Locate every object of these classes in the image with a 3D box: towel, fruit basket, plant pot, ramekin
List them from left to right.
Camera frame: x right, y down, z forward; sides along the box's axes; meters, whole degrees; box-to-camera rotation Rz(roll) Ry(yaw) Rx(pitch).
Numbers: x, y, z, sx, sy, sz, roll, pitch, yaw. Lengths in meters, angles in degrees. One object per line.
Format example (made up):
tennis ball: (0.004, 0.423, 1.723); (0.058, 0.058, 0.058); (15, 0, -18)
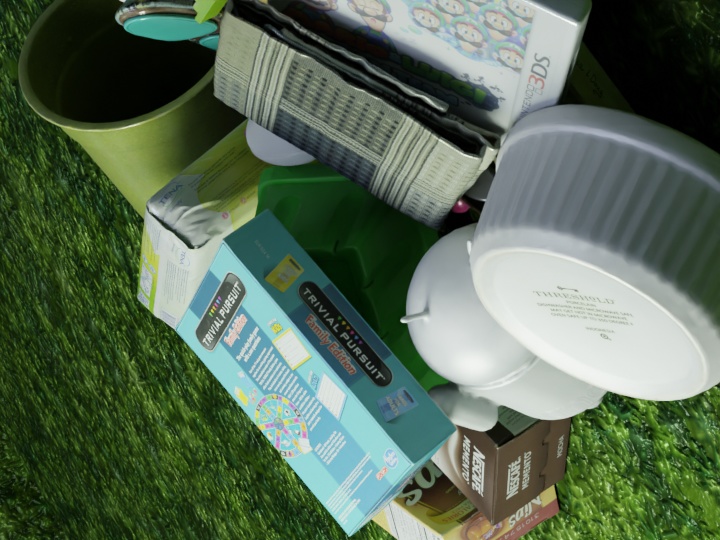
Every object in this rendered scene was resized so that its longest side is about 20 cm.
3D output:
plant pot: (-0.172, -0.137, 1.817); (0.200, 0.200, 0.190); (41, 163, 39)
towel: (-0.007, -0.104, 1.354); (0.192, 0.035, 0.200); (31, 167, 0)
fruit basket: (0.000, 0.000, 1.579); (0.155, 0.216, 0.216); (-2, 122, 25)
ramekin: (0.158, -0.002, 1.263); (0.202, 0.094, 0.203); (25, 157, 11)

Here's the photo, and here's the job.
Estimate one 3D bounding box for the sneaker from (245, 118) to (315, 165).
sneaker: (-0.042, -0.133, 1.464); (0.200, 0.088, 0.076); (-24, 56, 54)

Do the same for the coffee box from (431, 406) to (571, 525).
coffee box: (0.076, 0.091, 1.668); (0.200, 0.080, 0.113); (46, 153, 32)

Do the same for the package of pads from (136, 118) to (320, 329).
package of pads: (-0.091, -0.054, 1.691); (0.068, 0.200, 0.155); (41, 153, 15)

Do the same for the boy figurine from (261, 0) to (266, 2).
boy figurine: (-0.022, -0.193, 1.558); (0.200, 0.064, 0.125); (15, 131, 61)

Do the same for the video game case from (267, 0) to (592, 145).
video game case: (0.034, -0.152, 1.248); (0.199, 0.024, 0.182); (26, 159, 8)

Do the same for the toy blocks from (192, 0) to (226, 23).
toy blocks: (-0.102, -0.297, 1.476); (0.137, 0.100, 0.200); (44, 128, 6)

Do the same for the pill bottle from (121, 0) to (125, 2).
pill bottle: (-0.151, -0.295, 1.644); (0.112, 0.111, 0.200); (58, 158, 5)

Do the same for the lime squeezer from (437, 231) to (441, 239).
lime squeezer: (0.085, -0.016, 1.598); (0.200, 0.038, 0.071); (32, 114, 50)

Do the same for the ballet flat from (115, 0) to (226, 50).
ballet flat: (-0.127, -0.211, 1.634); (0.074, 0.074, 0.200); (50, -161, 23)

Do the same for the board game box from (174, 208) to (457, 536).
board game box: (-0.035, 0.074, 1.450); (0.200, 0.047, 0.151); (50, 150, 8)

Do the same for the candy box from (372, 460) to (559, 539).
candy box: (0.061, 0.172, 1.753); (0.200, 0.116, 0.057); (32, 145, 48)

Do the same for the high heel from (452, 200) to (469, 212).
high heel: (-0.003, -0.096, 1.590); (0.200, 0.096, 0.067); (48, 155, 27)

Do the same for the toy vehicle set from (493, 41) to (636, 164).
toy vehicle set: (0.092, -0.127, 1.302); (0.124, 0.027, 0.200); (8, 150, 44)

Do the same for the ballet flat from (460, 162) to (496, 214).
ballet flat: (0.068, -0.091, 1.482); (0.200, 0.063, 0.069); (38, 114, 36)

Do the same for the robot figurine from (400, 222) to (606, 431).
robot figurine: (0.108, 0.034, 1.422); (0.113, 0.170, 0.200); (34, -174, 41)
